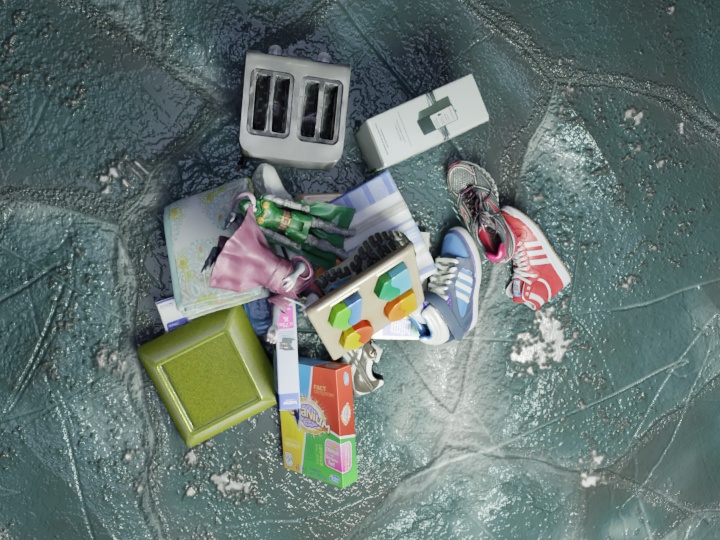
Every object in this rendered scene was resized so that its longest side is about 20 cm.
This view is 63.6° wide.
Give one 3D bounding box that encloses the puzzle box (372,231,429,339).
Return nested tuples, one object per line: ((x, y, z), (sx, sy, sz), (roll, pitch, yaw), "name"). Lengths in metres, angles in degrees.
((0.057, 0.027, 1.078), (0.130, 0.025, 0.205), (3, 95, -9), "puzzle box")

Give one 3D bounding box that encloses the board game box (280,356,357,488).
((-0.078, 0.260, 1.023), (0.040, 0.151, 0.205), (-10, 98, -49), "board game box")

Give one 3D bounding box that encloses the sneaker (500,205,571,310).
((0.300, -0.017, 1.088), (0.112, 0.071, 0.201), (-42, 102, -6), "sneaker")

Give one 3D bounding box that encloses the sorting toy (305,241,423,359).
((0.018, 0.058, 0.900), (0.183, 0.201, 0.037), (-33, 62, -7), "sorting toy")

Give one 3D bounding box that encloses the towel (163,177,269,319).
((-0.240, -0.035, 0.967), (0.168, 0.048, 0.204), (-14, 82, 16), "towel")

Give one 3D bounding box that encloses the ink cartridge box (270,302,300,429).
((-0.124, 0.149, 0.957), (0.041, 0.119, 0.205), (-5, 90, -11), "ink cartridge box")

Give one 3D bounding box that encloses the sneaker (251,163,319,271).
((-0.127, -0.083, 0.982), (0.079, 0.076, 0.204), (-19, 104, -23), "sneaker")

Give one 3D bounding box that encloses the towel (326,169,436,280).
((0.031, -0.052, 1.008), (0.145, 0.024, 0.203), (-27, 95, 1), "towel")

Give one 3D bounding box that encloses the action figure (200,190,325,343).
((-0.130, 0.004, 0.868), (0.198, 0.151, 0.134), (27, 130, -22), "action figure")

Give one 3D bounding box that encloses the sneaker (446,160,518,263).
((0.218, -0.108, 1.040), (0.080, 0.074, 0.202), (-34, 80, 28), "sneaker")

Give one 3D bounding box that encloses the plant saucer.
((-0.256, 0.185, 0.994), (0.197, 0.048, 0.203), (-26, 101, -3), "plant saucer")

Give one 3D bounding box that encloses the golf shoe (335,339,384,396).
((-0.010, 0.126, 1.036), (0.092, 0.078, 0.204), (-11, 107, 3), "golf shoe")

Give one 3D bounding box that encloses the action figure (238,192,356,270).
((-0.104, -0.072, 0.929), (0.197, 0.054, 0.121), (18, 88, -27), "action figure")

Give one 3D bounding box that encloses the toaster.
((-0.114, -0.262, 0.977), (0.177, 0.119, 0.205), (6, 95, -8), "toaster")

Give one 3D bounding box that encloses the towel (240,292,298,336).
((-0.175, 0.010, 1.030), (0.109, 0.049, 0.205), (-11, 97, -8), "towel")

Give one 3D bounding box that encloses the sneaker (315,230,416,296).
((0.000, 0.000, 0.961), (0.197, 0.090, 0.079), (-29, 88, -12), "sneaker")

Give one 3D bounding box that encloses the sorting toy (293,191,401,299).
((-0.022, -0.045, 1.033), (0.195, 0.036, 0.190), (-2, 95, 4), "sorting toy")

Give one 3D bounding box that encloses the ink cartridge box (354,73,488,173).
((0.101, -0.248, 0.998), (0.197, 0.147, 0.084), (-25, 97, -7), "ink cartridge box")

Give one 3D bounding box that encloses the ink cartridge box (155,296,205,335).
((-0.281, 0.133, 1.030), (0.098, 0.039, 0.204), (-17, 99, -6), "ink cartridge box")

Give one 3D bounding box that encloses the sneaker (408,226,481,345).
((0.142, 0.033, 1.040), (0.144, 0.080, 0.205), (-13, 104, -37), "sneaker")
